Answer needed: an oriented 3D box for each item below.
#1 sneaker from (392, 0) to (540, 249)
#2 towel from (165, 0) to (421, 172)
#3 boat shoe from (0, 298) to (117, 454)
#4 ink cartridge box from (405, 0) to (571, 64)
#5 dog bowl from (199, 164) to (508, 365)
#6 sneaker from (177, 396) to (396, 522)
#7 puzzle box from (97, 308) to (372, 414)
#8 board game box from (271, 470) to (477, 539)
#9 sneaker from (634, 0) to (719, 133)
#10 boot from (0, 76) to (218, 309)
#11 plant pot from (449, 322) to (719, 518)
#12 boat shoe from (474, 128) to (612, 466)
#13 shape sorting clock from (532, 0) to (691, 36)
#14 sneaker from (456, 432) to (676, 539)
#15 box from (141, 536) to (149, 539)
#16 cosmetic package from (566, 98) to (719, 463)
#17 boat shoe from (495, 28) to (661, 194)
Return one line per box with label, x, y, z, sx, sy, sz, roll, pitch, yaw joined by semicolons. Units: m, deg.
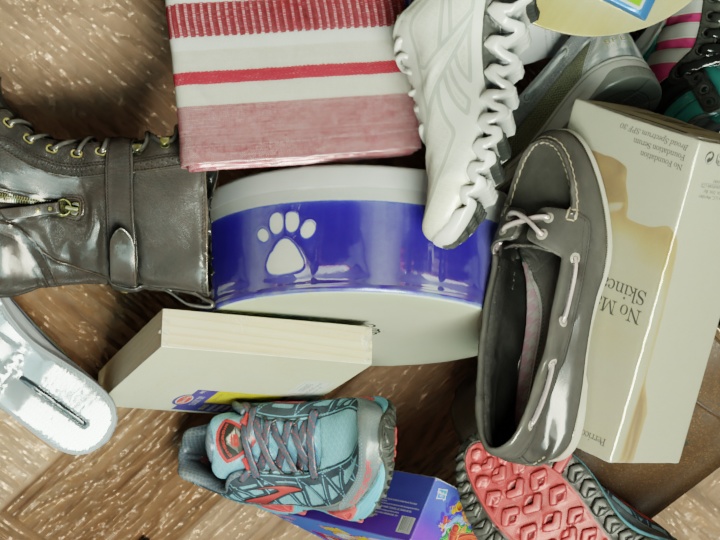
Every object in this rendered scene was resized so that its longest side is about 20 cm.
sneaker;0.055;-0.110;1.495;0.081;0.075;0.200;10;78;6
towel;-0.045;-0.160;1.522;0.144;0.023;0.200;-4;81;-12
boat shoe;-0.240;0.046;1.627;0.200;0.062;0.072;44;83;-12
ink cartridge box;0.032;-0.162;1.591;0.200;0.039;0.099;-13;121;-8
dog bowl;0.000;0.000;1.585;0.200;0.200;0.079;7;75;-17
sneaker;-0.052;0.122;1.647;0.096;0.200;0.079;11;73;-30
puzzle box;-0.084;0.061;1.619;0.133;0.200;0.025;5;76;-17
board game box;0.042;0.175;1.696;0.134;0.200;0.045;29;77;-27
sneaker;0.228;-0.133;1.600;0.084;0.121;0.200;10;117;-39
boot;-0.170;-0.069;1.531;0.174;0.069;0.200;-7;93;4
plant pot;0.178;0.071;1.681;0.200;0.200;0.198;31;115;-27
boat shoe;0.103;0.015;1.497;0.057;0.067;0.200;4;89;-47
shape sorting clock;0.142;-0.242;1.550;0.200;0.039;0.200;-1;94;-9
sneaker;0.140;0.172;1.591;0.200;0.096;0.079;37;89;2
box;-0.119;0.307;1.727;0.149;0.200;0.124;38;103;-28
cosmetic package;0.160;0.007;1.534;0.071;0.105;0.200;5;102;-46
boat shoe;0.112;-0.083;1.631;0.074;0.065;0.202;4;144;-35
